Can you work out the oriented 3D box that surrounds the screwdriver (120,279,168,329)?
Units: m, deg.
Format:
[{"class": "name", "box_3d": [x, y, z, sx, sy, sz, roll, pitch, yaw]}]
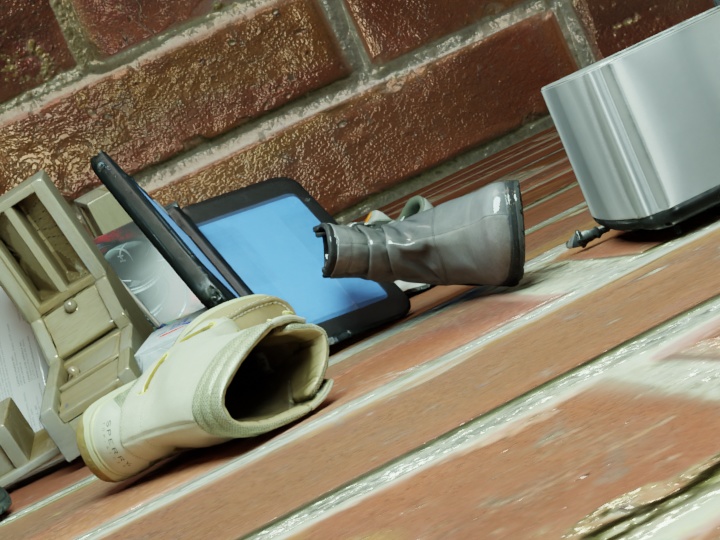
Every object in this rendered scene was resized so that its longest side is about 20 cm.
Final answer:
[{"class": "screwdriver", "box_3d": [-0.182, 0.041, 1.466, 0.029, 0.028, 0.200, -36, 48, -6]}]

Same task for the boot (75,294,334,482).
[{"class": "boot", "box_3d": [-0.069, 0.060, 1.053, 0.154, 0.072, 0.200, -22, 10, 43]}]

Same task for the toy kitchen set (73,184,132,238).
[{"class": "toy kitchen set", "box_3d": [-0.193, -0.027, 1.788, 0.180, 0.200, 0.163, -30, 14, -15]}]

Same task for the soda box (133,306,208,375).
[{"class": "soda box", "box_3d": [-0.124, 0.072, 1.250, 0.063, 0.068, 0.200, -26, 4, -2]}]

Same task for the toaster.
[{"class": "toaster", "box_3d": [0.221, -0.103, 1.089, 0.200, 0.119, 0.181, -25, 3, -2]}]

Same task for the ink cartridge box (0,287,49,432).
[{"class": "ink cartridge box", "box_3d": [-0.365, 0.112, 1.513, 0.200, 0.161, 0.050, -24, -19, 18]}]

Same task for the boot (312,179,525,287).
[{"class": "boot", "box_3d": [0.037, -0.017, 1.156, 0.131, 0.070, 0.200, 0, -12, -10]}]

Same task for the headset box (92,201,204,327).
[{"class": "headset box", "box_3d": [-0.231, 0.047, 1.566, 0.200, 0.149, 0.077, -24, -14, -3]}]

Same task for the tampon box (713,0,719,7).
[{"class": "tampon box", "box_3d": [0.403, -0.205, 1.265, 0.200, 0.127, 0.150, -29, 5, -37]}]

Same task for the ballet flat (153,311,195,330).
[{"class": "ballet flat", "box_3d": [-0.119, 0.062, 1.483, 0.199, 0.070, 0.069, -22, 4, 10]}]

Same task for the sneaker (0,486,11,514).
[{"class": "sneaker", "box_3d": [-0.300, 0.150, 1.140, 0.076, 0.091, 0.200, -27, 3, -1]}]

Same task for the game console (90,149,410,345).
[{"class": "game console", "box_3d": [-0.085, -0.029, 1.264, 0.116, 0.200, 0.176, -43, -40, -2]}]

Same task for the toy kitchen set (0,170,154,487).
[{"class": "toy kitchen set", "box_3d": [-0.278, 0.055, 1.326, 0.163, 0.181, 0.200, -32, 16, 1]}]

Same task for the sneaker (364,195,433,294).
[{"class": "sneaker", "box_3d": [0.000, 0.000, 1.382, 0.200, 0.080, 0.074, -30, 8, -39]}]
